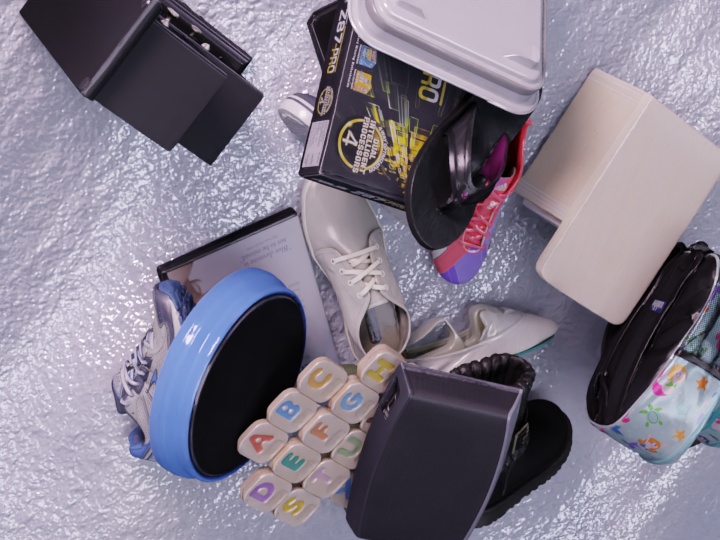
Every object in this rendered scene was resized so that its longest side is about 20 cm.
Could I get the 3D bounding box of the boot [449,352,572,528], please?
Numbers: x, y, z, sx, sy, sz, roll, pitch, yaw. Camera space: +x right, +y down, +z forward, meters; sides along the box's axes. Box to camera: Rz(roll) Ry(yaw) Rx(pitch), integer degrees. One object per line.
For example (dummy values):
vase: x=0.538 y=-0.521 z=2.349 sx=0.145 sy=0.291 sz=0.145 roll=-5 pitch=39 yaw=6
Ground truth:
boot: x=0.151 y=0.144 z=1.747 sx=0.211 sy=0.079 sz=0.159 roll=-39 pitch=135 yaw=-48

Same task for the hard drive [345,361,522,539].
hard drive: x=0.068 y=0.185 z=1.645 sx=0.134 sy=0.042 sz=0.201 roll=13 pitch=124 yaw=-8

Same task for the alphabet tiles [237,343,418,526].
alphabet tiles: x=-0.021 y=0.158 z=1.641 sx=0.200 sy=0.015 sz=0.195 roll=-46 pitch=138 yaw=7

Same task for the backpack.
backpack: x=0.313 y=0.092 z=1.699 sx=0.150 sy=0.177 sz=0.201 roll=37 pitch=86 yaw=-9

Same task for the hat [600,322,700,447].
hat: x=0.309 y=0.089 z=1.842 sx=0.199 sy=0.081 sz=0.203 roll=-5 pitch=101 yaw=-28

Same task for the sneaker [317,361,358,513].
sneaker: x=-0.025 y=0.177 z=1.721 sx=0.089 sy=0.067 sz=0.202 roll=-15 pitch=127 yaw=-22

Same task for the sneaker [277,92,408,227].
sneaker: x=0.015 y=-0.115 z=1.595 sx=0.200 sy=0.078 sz=0.080 roll=38 pitch=81 yaw=-28

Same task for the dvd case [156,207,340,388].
dvd case: x=-0.101 y=0.053 z=1.657 sx=0.142 sy=0.018 sz=0.201 roll=-25 pitch=123 yaw=-14

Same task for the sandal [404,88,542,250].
sandal: x=0.101 y=-0.109 z=1.517 sx=0.075 sy=0.048 sz=0.201 roll=39 pitch=70 yaw=-25

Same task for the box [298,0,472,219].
box: x=0.042 y=-0.157 z=1.540 sx=0.160 sy=0.049 sz=0.202 roll=18 pitch=81 yaw=-29

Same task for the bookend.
bookend: x=-0.152 y=-0.160 z=1.413 sx=0.198 sy=0.200 sz=0.092 roll=35 pitch=97 yaw=-34

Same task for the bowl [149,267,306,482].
bowl: x=-0.114 y=0.097 z=1.573 sx=0.201 sy=0.039 sz=0.202 roll=-46 pitch=148 yaw=-39

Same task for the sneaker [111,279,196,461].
sneaker: x=-0.188 y=0.100 z=1.598 sx=0.084 sy=0.077 sz=0.202 roll=-1 pitch=121 yaw=-2

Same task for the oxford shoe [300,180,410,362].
oxford shoe: x=0.000 y=0.000 z=1.630 sx=0.075 sy=0.058 sz=0.202 roll=-20 pitch=100 yaw=-14

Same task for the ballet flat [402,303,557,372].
ballet flat: x=0.105 y=0.071 z=1.747 sx=0.198 sy=0.069 sz=0.070 roll=-22 pitch=123 yaw=-14

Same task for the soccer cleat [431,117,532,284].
soccer cleat: x=0.115 y=-0.073 z=1.665 sx=0.066 sy=0.076 sz=0.202 roll=2 pitch=113 yaw=-27

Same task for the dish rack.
dish rack: x=0.086 y=-0.240 z=1.507 sx=0.199 sy=0.173 sz=0.043 roll=21 pitch=146 yaw=-24

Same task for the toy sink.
toy sink: x=0.239 y=-0.072 z=1.706 sx=0.130 sy=0.112 sz=0.201 roll=29 pitch=95 yaw=-34

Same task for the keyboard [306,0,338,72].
keyboard: x=0.054 y=-0.218 z=1.596 sx=0.199 sy=0.021 sz=0.128 roll=-26 pitch=118 yaw=-12
